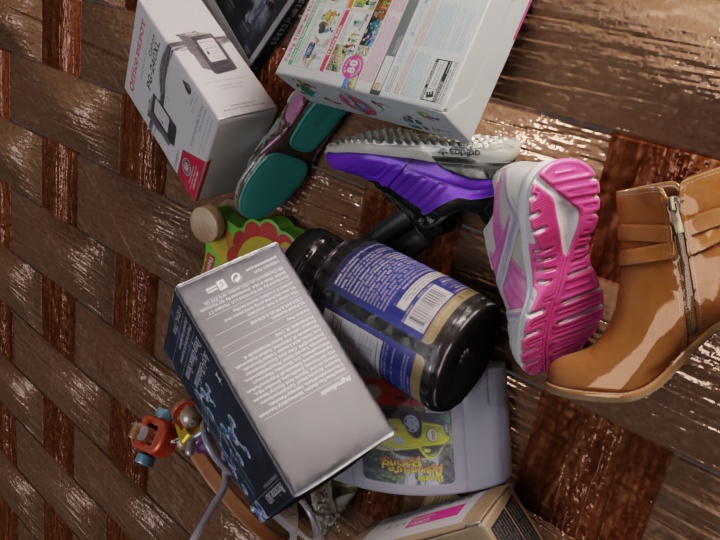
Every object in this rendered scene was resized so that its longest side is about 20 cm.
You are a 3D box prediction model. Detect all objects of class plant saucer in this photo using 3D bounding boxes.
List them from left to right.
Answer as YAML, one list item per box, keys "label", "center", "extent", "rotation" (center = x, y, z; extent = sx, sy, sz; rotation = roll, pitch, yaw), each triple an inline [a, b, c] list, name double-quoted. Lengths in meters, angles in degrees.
- label: "plant saucer"
  center: [-0.152, 0.254, 0.932]
  extent: [0.032, 0.200, 0.200]
  rotation: [-40, 65, -5]

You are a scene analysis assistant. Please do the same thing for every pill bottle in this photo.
- label: "pill bottle"
  center: [0.020, 0.037, 0.695]
  extent: [0.199, 0.112, 0.113]
  rotation: [28, 118, 30]

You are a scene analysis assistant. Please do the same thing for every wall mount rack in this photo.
- label: "wall mount rack"
  center: [-0.120, 0.249, 0.749]
  extent: [0.074, 0.174, 0.200]
  rotation: [-33, 119, 10]

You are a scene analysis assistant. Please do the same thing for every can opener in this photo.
- label: "can opener"
  center: [0.000, 0.000, 0.807]
  extent: [0.200, 0.067, 0.054]
  rotation: [-35, 75, 28]

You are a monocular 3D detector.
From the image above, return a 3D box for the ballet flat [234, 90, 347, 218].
- label: "ballet flat"
  center: [-0.080, -0.146, 0.838]
  extent: [0.200, 0.069, 0.071]
  rotation: [-50, 41, 30]

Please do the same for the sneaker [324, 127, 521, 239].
- label: "sneaker"
  center: [0.052, -0.079, 0.708]
  extent: [0.199, 0.069, 0.100]
  rotation: [10, 113, 31]

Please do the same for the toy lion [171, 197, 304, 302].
- label: "toy lion"
  center: [-0.135, 0.015, 0.929]
  extent: [0.191, 0.069, 0.201]
  rotation: [35, 122, 23]

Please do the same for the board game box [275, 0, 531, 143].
- label: "board game box"
  center: [0.035, -0.214, 0.674]
  extent: [0.199, 0.064, 0.148]
  rotation: [23, 88, 36]

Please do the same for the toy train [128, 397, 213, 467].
- label: "toy train"
  center: [-0.208, 0.136, 0.869]
  extent: [0.150, 0.056, 0.201]
  rotation: [7, 69, 50]

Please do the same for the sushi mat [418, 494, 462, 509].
- label: "sushi mat"
  center: [0.083, 0.325, 0.821]
  extent: [0.096, 0.012, 0.201]
  rotation: [37, 122, 31]

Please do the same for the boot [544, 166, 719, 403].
- label: "boot"
  center: [0.220, 0.013, 0.580]
  extent: [0.199, 0.074, 0.156]
  rotation: [-18, 92, 29]

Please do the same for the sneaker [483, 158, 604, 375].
- label: "sneaker"
  center: [0.153, -0.007, 0.643]
  extent: [0.088, 0.081, 0.201]
  rotation: [-135, 38, -60]

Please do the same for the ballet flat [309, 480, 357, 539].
- label: "ballet flat"
  center: [-0.035, 0.231, 0.848]
  extent: [0.071, 0.072, 0.201]
  rotation: [23, 131, 37]

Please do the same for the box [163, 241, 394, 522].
- label: "box"
  center: [-0.083, 0.105, 0.679]
  extent: [0.201, 0.107, 0.149]
  rotation: [56, 151, 13]

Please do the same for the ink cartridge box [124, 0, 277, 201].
- label: "ink cartridge box"
  center: [-0.200, -0.210, 0.900]
  extent: [0.200, 0.083, 0.145]
  rotation: [55, 142, 19]

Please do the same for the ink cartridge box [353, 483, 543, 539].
- label: "ink cartridge box"
  center: [0.099, 0.318, 0.738]
  extent: [0.200, 0.075, 0.165]
  rotation: [-30, 89, 39]

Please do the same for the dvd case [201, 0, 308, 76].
- label: "dvd case"
  center: [-0.113, -0.343, 0.846]
  extent: [0.200, 0.025, 0.151]
  rotation: [-43, 71, 41]

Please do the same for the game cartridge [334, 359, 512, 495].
- label: "game cartridge"
  center: [0.049, 0.156, 0.746]
  extent: [0.199, 0.041, 0.134]
  rotation: [-3, 103, 17]
